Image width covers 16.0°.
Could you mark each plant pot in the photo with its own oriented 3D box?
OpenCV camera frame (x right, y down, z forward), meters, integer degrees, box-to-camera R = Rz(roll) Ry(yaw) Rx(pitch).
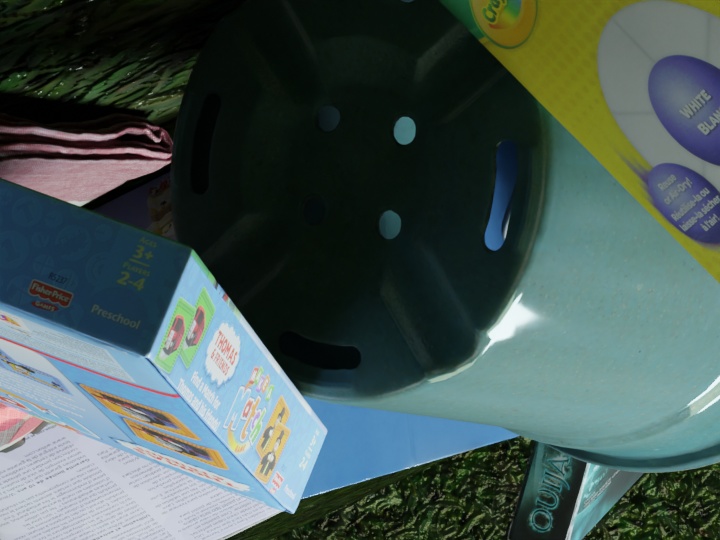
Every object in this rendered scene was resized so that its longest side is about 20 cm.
[{"bbox_3d":[0.050,-0.028,0.880,0.200,0.200,0.196,-29,162,32],"label":"plant pot"}]

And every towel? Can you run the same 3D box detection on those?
[{"bbox_3d":[-0.177,-0.007,0.907,0.200,0.023,0.144,-25,173,18],"label":"towel"}]

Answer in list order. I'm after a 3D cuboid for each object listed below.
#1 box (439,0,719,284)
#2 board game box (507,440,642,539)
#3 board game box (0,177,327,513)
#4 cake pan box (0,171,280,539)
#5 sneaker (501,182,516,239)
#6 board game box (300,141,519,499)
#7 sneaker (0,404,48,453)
[{"bbox_3d":[0.101,-0.064,0.717,0.048,0.200,0.117,-41,176,-28],"label":"box"},{"bbox_3d":[0.130,0.029,1.130,0.200,0.028,0.135,-34,141,-58],"label":"board game box"},{"bbox_3d":[-0.100,0.013,0.766,0.200,0.151,0.037,64,48,-70],"label":"board game box"},{"bbox_3d":[-0.094,0.053,1.100,0.200,0.052,0.184,-27,137,13],"label":"cake pan box"},{"bbox_3d":[0.164,-0.042,1.033,0.202,0.146,0.077,-39,156,-32],"label":"sneaker"},{"bbox_3d":[0.000,0.000,1.023,0.200,0.158,0.039,-13,-171,-38],"label":"board game box"},{"bbox_3d":[-0.192,0.059,0.988,0.200,0.074,0.087,-24,-175,9],"label":"sneaker"}]
